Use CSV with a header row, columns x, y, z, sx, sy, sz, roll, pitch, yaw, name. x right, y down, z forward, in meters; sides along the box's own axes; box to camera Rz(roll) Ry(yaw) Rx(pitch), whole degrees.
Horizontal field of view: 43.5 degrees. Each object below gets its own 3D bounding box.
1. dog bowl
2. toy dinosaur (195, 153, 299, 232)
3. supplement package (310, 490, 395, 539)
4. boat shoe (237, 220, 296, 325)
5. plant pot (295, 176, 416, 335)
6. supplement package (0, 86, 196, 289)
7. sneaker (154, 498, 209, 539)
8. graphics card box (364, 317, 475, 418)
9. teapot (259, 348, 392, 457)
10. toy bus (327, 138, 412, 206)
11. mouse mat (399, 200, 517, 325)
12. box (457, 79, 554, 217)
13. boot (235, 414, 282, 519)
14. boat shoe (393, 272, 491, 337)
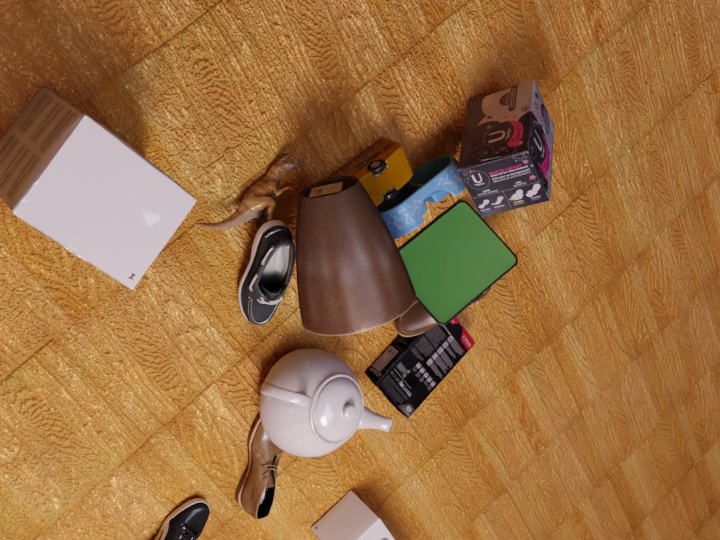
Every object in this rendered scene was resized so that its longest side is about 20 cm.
x,y,z,sx,sy,sz,roll,pitch,yaw,name
0.098,-0.129,1.548,0.199,0.111,0.050,-38,112,-15,dog bowl
-0.167,-0.099,1.417,0.200,0.060,0.107,-48,116,-22,toy dinosaur
0.010,0.548,1.758,0.114,0.109,0.201,-41,126,-14,supplement package
-0.148,0.018,1.436,0.075,0.060,0.201,-10,132,-25,boat shoe
-0.026,-0.033,1.378,0.186,0.186,0.202,-25,113,-24,plant pot
-0.358,-0.111,1.181,0.191,0.200,0.148,39,85,-39,supplement package
-0.310,0.488,1.514,0.200,0.112,0.073,-47,128,-9,sneaker
0.115,0.166,1.712,0.200,0.051,0.126,-48,127,-11,graphics card box
-0.067,0.228,1.527,0.199,0.145,0.199,-34,115,-36,teapot
-0.006,-0.134,1.489,0.199,0.078,0.065,-37,127,-16,toy bus
0.166,-0.017,1.628,0.199,0.161,0.008,-38,168,-16,mouse mat
0.252,-0.211,1.541,0.115,0.131,0.201,54,35,-37,box
-0.160,0.338,1.580,0.073,0.075,0.202,9,102,-33,boot
0.150,0.055,1.641,0.199,0.068,0.073,-28,88,-10,boat shoe
